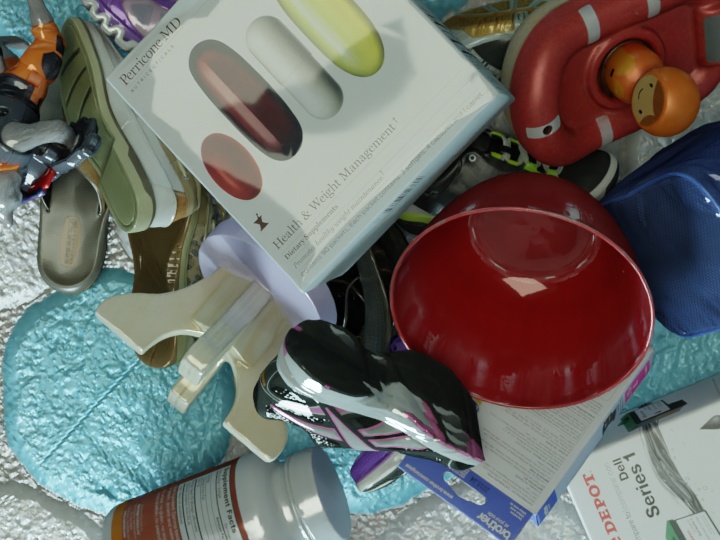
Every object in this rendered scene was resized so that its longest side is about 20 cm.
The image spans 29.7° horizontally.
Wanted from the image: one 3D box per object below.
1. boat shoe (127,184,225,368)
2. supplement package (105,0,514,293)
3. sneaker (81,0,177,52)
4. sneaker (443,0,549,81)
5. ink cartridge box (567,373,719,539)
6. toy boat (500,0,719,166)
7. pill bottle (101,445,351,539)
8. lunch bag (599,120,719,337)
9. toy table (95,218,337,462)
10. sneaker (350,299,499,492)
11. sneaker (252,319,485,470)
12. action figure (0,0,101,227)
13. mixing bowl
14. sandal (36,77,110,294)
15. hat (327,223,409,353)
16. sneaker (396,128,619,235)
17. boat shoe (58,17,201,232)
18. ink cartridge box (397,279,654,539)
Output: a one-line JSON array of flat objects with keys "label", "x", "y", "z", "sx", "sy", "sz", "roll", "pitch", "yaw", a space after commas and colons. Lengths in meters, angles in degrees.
[{"label": "boat shoe", "x": -0.159, "y": -0.018, "z": 1.181, "sx": 0.073, "sy": 0.062, "sz": 0.202, "roll": 12, "pitch": 99, "yaw": 33}, {"label": "supplement package", "x": -0.030, "y": -0.127, "z": 0.958, "sx": 0.200, "sy": 0.147, "sz": 0.191, "roll": 46, "pitch": 100, "yaw": 4}, {"label": "sneaker", "x": -0.150, "y": -0.199, "z": 1.141, "sx": 0.200, "sy": 0.081, "sz": 0.089, "roll": 41, "pitch": 95, "yaw": -4}, {"label": "sneaker", "x": 0.085, "y": -0.164, "z": 1.118, "sx": 0.198, "sy": 0.076, "sz": 0.088, "roll": -11, "pitch": 111, "yaw": 15}, {"label": "ink cartridge box", "x": 0.278, "y": 0.179, "z": 1.124, "sx": 0.198, "sy": 0.084, "sz": 0.147, "roll": -24, "pitch": 94, "yaw": 11}, {"label": "toy boat", "x": 0.209, "y": -0.146, "z": 1.032, "sx": 0.198, "sy": 0.131, "sz": 0.131, "roll": -24, "pitch": 130, "yaw": -7}, {"label": "pill bottle", "x": -0.114, "y": 0.226, "z": 1.178, "sx": 0.198, "sy": 0.112, "sz": 0.113, "roll": -22, "pitch": 95, "yaw": 11}, {"label": "lunch bag", "x": 0.288, "y": -0.046, "z": 1.027, "sx": 0.132, "sy": 0.200, "sz": 0.136, "roll": -37, "pitch": 95, "yaw": -20}, {"label": "toy table", "x": -0.106, "y": 0.050, "z": 1.081, "sx": 0.183, "sy": 0.200, "sz": 0.117, "roll": 36, "pitch": 70, "yaw": 12}, {"label": "sneaker", "x": 0.045, "y": 0.098, "z": 1.164, "sx": 0.083, "sy": 0.081, "sz": 0.201, "roll": 31, "pitch": 92, "yaw": 17}, {"label": "sneaker", "x": 0.004, "y": 0.104, "z": 1.034, "sx": 0.199, "sy": 0.081, "sz": 0.086, "roll": 29, "pitch": 130, "yaw": -26}, {"label": "action figure", "x": -0.301, "y": -0.125, "z": 1.125, "sx": 0.199, "sy": 0.104, "sz": 0.195, "roll": -23, "pitch": 57, "yaw": 41}, {"label": "mixing bowl", "x": 0.129, "y": 0.000, "z": 1.051, "sx": 0.198, "sy": 0.109, "sz": 0.202, "roll": 8, "pitch": 130, "yaw": 9}, {"label": "sandal", "x": -0.255, "y": -0.079, "z": 1.180, "sx": 0.081, "sy": 0.055, "sz": 0.202, "roll": 8, "pitch": 94, "yaw": 7}, {"label": "hat", "x": 0.000, "y": 0.000, "z": 1.127, "sx": 0.080, "sy": 0.200, "sz": 0.203, "roll": -17, "pitch": 97, "yaw": -25}, {"label": "sneaker", "x": 0.110, "y": -0.080, "z": 1.104, "sx": 0.198, "sy": 0.072, "sz": 0.083, "roll": -9, "pitch": 126, "yaw": 10}, {"label": "boat shoe", "x": -0.195, "y": -0.123, "z": 1.133, "sx": 0.075, "sy": 0.068, "sz": 0.202, "roll": -45, "pitch": 62, "yaw": 50}, {"label": "ink cartridge box", "x": 0.135, "y": 0.116, "z": 1.101, "sx": 0.119, "sy": 0.042, "sz": 0.200, "roll": 32, "pitch": 73, "yaw": 24}]
